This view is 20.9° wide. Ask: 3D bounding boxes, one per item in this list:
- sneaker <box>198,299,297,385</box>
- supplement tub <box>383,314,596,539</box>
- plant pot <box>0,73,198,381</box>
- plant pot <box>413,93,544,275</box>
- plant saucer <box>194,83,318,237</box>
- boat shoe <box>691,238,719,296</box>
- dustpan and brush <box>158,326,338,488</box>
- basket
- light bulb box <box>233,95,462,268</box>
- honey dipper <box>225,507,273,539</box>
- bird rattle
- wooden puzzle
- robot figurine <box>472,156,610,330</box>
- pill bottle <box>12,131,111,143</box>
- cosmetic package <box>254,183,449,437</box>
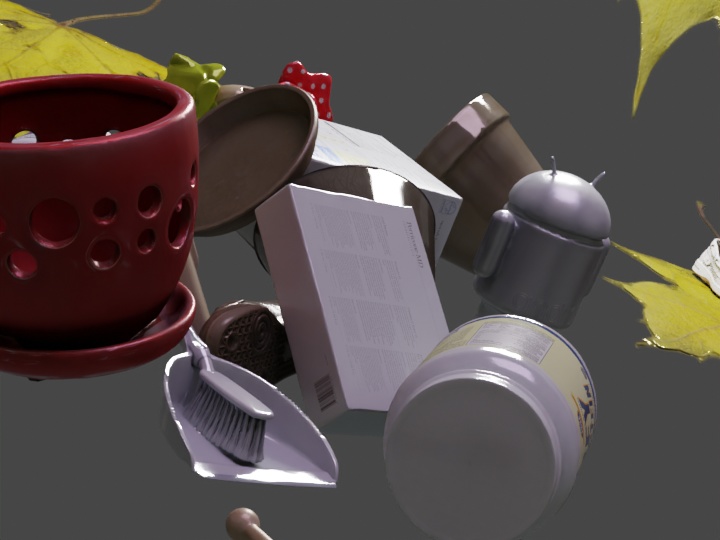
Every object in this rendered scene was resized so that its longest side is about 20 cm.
[{"bbox_3d":[-0.097,0.058,1.595,0.075,0.071,0.200,9,2,23],"label":"sneaker"},{"bbox_3d":[0.096,0.119,1.450,0.144,0.146,0.200,24,13,8],"label":"supplement tub"},{"bbox_3d":[-0.213,-0.031,1.394,0.198,0.184,0.201,0,20,0],"label":"plant pot"},{"bbox_3d":[0.147,-0.075,2.286,0.173,0.200,0.200,42,17,9],"label":"plant pot"},{"bbox_3d":[-0.124,-0.106,1.960,0.030,0.200,0.200,53,-8,-36],"label":"plant saucer"},{"bbox_3d":[0.542,0.004,2.815,0.070,0.070,0.200,18,14,-24],"label":"boat shoe"},{"bbox_3d":[-0.110,0.084,1.438,0.139,0.058,0.200,10,17,-41],"label":"dustpan and brush"},{"bbox_3d":[0.000,0.000,1.805,0.179,0.137,0.200,-6,23,-7],"label":"basket"},{"bbox_3d":[-0.035,-0.078,2.075,0.199,0.126,0.198,13,16,-33],"label":"light bulb box"},{"bbox_3d":[-0.028,0.195,1.189,0.038,0.038,0.200,11,14,-40],"label":"honey dipper"},{"bbox_3d":[-0.132,-0.168,2.196,0.198,0.164,0.113,2,45,-18],"label":"bird rattle"},{"bbox_3d":[-0.171,-0.046,1.675,0.037,0.186,0.200,-16,20,-2],"label":"wooden puzzle"},{"bbox_3d":[0.189,-0.017,2.029,0.169,0.201,0.113,9,18,-42],"label":"robot figurine"},{"bbox_3d":[-0.266,-0.062,1.660,0.112,0.113,0.200,22,13,2],"label":"pill bottle"},{"bbox_3d":[0.003,0.036,1.600,0.150,0.052,0.202,8,58,-43],"label":"cosmetic package"}]
